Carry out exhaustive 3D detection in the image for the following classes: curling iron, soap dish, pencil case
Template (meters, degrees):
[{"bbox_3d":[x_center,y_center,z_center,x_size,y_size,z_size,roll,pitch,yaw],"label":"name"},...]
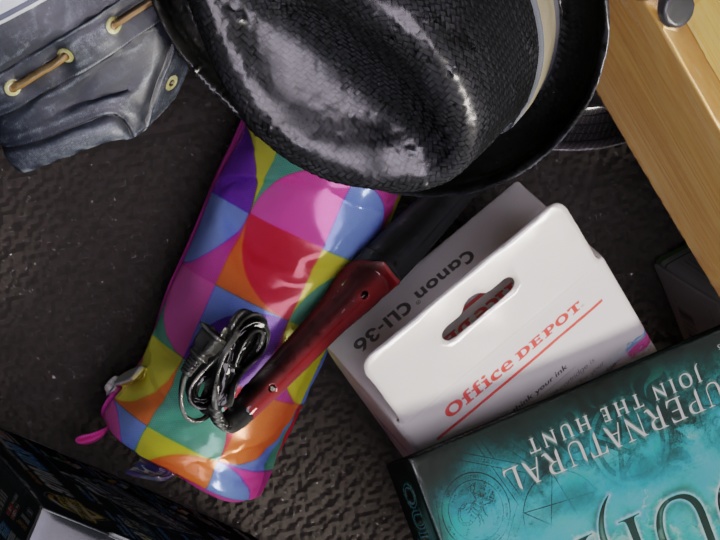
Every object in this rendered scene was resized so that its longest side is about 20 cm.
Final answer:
[{"bbox_3d":[0.000,0.000,1.251,0.200,0.026,0.050,-39,139,-24],"label":"curling iron"},{"bbox_3d":[0.181,-0.098,1.251,0.157,0.081,0.200,-41,120,-13],"label":"soap dish"},{"bbox_3d":[-0.045,0.006,1.294,0.088,0.088,0.200,26,94,-21],"label":"pencil case"}]

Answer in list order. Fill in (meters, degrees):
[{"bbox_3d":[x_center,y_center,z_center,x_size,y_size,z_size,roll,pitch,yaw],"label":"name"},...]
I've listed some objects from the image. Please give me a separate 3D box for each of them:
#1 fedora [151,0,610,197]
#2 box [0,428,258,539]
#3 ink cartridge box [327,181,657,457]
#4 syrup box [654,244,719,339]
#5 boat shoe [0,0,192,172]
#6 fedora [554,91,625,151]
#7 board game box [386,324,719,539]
[{"bbox_3d":[-0.003,-0.099,1.164,0.200,0.092,0.201,7,122,11],"label":"fedora"},{"bbox_3d":[-0.094,0.125,1.244,0.159,0.200,0.046,25,90,-21],"label":"box"},{"bbox_3d":[0.064,0.044,1.300,0.116,0.068,0.200,-40,138,-5],"label":"ink cartridge box"},{"bbox_3d":[0.250,-0.005,1.379,0.200,0.081,0.079,-27,111,-9],"label":"syrup box"},{"bbox_3d":[-0.083,-0.123,1.262,0.200,0.071,0.091,-27,112,-3],"label":"boat shoe"},{"bbox_3d":[0.099,-0.135,1.297,0.200,0.090,0.177,20,97,-20],"label":"fedora"},{"bbox_3d":[0.123,0.110,1.266,0.200,0.028,0.136,-21,91,-24],"label":"board game box"}]
